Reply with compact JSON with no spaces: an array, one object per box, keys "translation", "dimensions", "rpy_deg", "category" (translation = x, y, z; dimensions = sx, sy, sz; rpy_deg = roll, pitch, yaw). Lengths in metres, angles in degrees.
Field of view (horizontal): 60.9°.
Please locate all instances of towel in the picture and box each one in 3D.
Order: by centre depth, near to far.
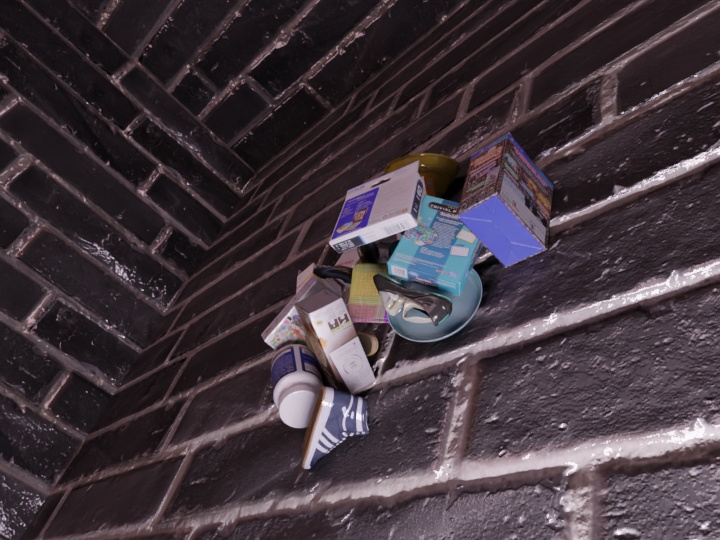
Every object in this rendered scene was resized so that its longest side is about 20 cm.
[{"translation":[0.066,0.050,1.307],"dimensions":[0.199,0.023,0.144],"rpy_deg":[1,61,15],"category":"towel"}]

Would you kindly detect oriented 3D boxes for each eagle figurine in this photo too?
[{"translation":[0.004,-0.001,1.438],"dimensions":[0.151,0.200,0.152],"rpy_deg":[-23,30,46],"category":"eagle figurine"}]

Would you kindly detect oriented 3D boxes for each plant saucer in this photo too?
[{"translation":[0.149,0.063,1.222],"dimensions":[0.200,0.027,0.200],"rpy_deg":[-17,44,18],"category":"plant saucer"}]

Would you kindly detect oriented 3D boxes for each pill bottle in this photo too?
[{"translation":[-0.143,0.261,1.391],"dimensions":[0.116,0.116,0.200],"rpy_deg":[-45,21,8],"category":"pill bottle"}]

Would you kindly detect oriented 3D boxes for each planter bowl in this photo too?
[{"translation":[0.162,-0.226,1.605],"dimensions":[0.200,0.200,0.084],"rpy_deg":[-21,64,49],"category":"planter bowl"}]

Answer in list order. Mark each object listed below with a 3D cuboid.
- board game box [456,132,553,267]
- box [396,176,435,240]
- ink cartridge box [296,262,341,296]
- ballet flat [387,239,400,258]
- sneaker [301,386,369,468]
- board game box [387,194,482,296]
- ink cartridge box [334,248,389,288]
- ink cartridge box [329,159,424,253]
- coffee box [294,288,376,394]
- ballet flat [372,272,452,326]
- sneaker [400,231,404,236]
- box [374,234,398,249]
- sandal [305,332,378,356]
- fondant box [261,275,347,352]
[{"translation":[0.288,-0.138,1.200],"dimensions":[0.097,0.159,0.200],"rpy_deg":[-28,28,40],"category":"board game box"},{"translation":[0.136,-0.137,1.511],"dimensions":[0.119,0.041,0.201],"rpy_deg":[-26,61,43],"category":"box"},{"translation":[-0.111,0.058,1.666],"dimensions":[0.067,0.117,0.200],"rpy_deg":[-40,24,16],"category":"ink cartridge box"},{"translation":[0.115,0.022,1.360],"dimensions":[0.070,0.065,0.200],"rpy_deg":[-19,58,8],"category":"ballet flat"},{"translation":[-0.048,0.319,1.201],"dimensions":[0.070,0.108,0.200],"rpy_deg":[-99,24,-60],"category":"sneaker"},{"translation":[0.164,-0.055,1.239],"dimensions":[0.151,0.047,0.200],"rpy_deg":[17,55,21],"category":"board game box"},{"translation":[0.024,-0.053,1.636],"dimensions":[0.200,0.083,0.146],"rpy_deg":[-57,18,-20],"category":"ink cartridge box"},{"translation":[0.042,-0.139,1.330],"dimensions":[0.198,0.043,0.200],"rpy_deg":[-19,35,28],"category":"ink cartridge box"},{"translation":[-0.054,0.151,1.281],"dimensions":[0.080,0.200,0.114],"rpy_deg":[-26,16,-15],"category":"coffee box"},{"translation":[0.087,0.059,1.199],"dimensions":[0.200,0.068,0.069],"rpy_deg":[19,72,43],"category":"ballet flat"},{"translation":[0.138,-0.110,1.403],"dimensions":[0.099,0.070,0.200],"rpy_deg":[-41,19,8],"category":"sneaker"},{"translation":[0.047,-0.079,1.514],"dimensions":[0.039,0.200,0.042],"rpy_deg":[-28,66,43],"category":"box"},{"translation":[-0.032,0.169,1.426],"dimensions":[0.211,0.070,0.078],"rpy_deg":[0,87,41],"category":"sandal"},{"translation":[-0.128,0.135,1.534],"dimensions":[0.200,0.144,0.058],"rpy_deg":[-49,22,-4],"category":"fondant box"}]
